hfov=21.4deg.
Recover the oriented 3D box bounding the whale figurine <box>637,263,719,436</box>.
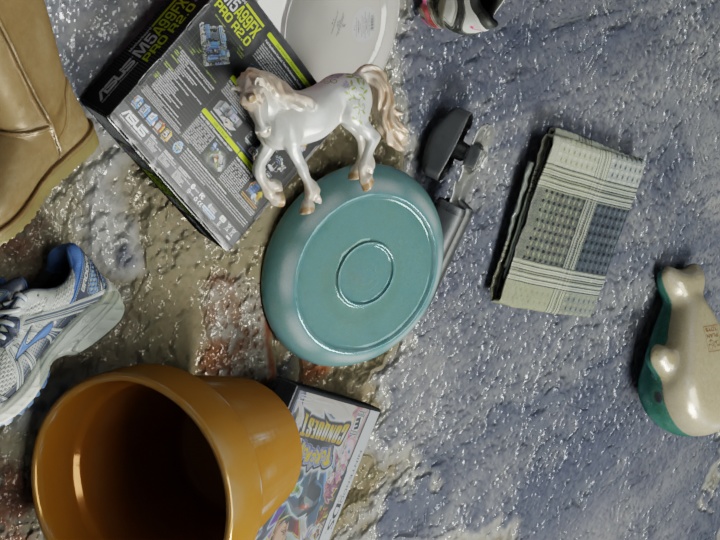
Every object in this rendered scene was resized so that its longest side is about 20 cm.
[{"bbox_3d":[0.375,0.095,2.247,0.158,0.103,0.202,-8,88,-45],"label":"whale figurine"}]

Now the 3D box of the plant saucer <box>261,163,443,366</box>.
[{"bbox_3d":[0.000,0.000,1.786,0.199,0.027,0.202,-12,114,-28],"label":"plant saucer"}]

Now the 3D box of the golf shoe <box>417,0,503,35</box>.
[{"bbox_3d":[0.134,-0.310,1.793,0.072,0.092,0.201,32,80,-48],"label":"golf shoe"}]

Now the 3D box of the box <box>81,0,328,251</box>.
[{"bbox_3d":[-0.120,-0.135,1.602,0.160,0.044,0.200,-50,137,-10],"label":"box"}]

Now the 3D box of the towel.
[{"bbox_3d":[0.219,-0.048,2.051,0.199,0.034,0.194,10,101,-52],"label":"towel"}]

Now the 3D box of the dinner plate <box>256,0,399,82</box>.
[{"bbox_3d":[-0.028,-0.221,1.702,0.199,0.024,0.202,-23,123,-41],"label":"dinner plate"}]

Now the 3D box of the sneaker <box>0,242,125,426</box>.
[{"bbox_3d":[-0.279,0.051,1.510,0.200,0.077,0.086,-47,126,-35],"label":"sneaker"}]

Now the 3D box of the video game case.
[{"bbox_3d":[-0.059,0.201,1.806,0.200,0.025,0.182,24,88,-65],"label":"video game case"}]

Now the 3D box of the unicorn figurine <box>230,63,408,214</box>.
[{"bbox_3d":[-0.046,-0.120,1.605,0.200,0.073,0.138,-35,125,-44],"label":"unicorn figurine"}]

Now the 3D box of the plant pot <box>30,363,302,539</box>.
[{"bbox_3d":[-0.146,0.168,1.622,0.183,0.199,0.202,-18,120,-60],"label":"plant pot"}]

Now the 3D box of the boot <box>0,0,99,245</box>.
[{"bbox_3d":[-0.286,-0.136,1.422,0.175,0.066,0.201,-53,140,-36],"label":"boot"}]

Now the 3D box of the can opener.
[{"bbox_3d":[0.073,-0.060,1.871,0.201,0.067,0.053,-65,163,9],"label":"can opener"}]
